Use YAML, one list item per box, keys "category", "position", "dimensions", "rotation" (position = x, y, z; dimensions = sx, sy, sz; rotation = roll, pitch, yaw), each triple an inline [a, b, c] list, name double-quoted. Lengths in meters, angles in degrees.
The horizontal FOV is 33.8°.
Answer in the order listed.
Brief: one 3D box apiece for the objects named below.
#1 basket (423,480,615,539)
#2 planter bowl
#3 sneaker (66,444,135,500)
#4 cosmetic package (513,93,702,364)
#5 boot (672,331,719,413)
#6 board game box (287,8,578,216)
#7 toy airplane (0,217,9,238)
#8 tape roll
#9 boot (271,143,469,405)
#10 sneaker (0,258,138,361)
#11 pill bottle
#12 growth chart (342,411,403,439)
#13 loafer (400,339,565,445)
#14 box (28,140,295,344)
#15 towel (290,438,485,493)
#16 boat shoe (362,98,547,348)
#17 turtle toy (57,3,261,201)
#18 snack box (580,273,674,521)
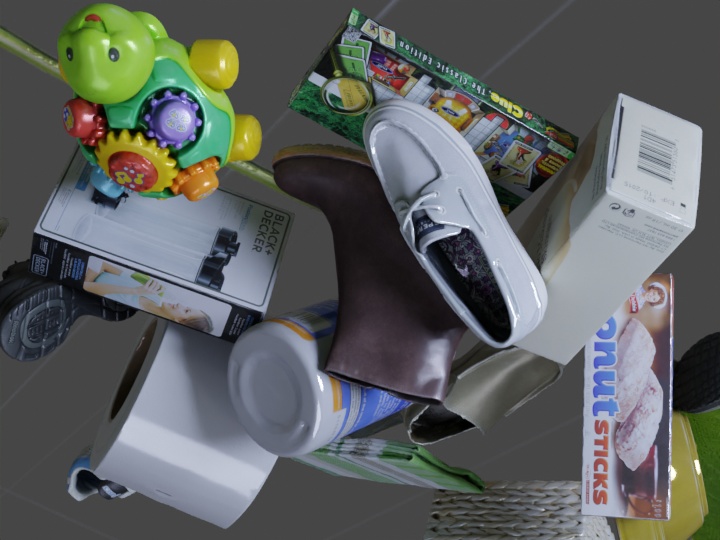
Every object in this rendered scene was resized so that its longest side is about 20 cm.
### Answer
- category: "basket"
  position: [0.181, 0.350, 1.332]
  dimensions: [0.199, 0.162, 0.199]
  rotation: [-6, 139, 24]
- category: "planter bowl"
  position: [0.266, 0.183, 1.077]
  dimensions: [0.083, 0.201, 0.201]
  rotation: [-13, 137, 10]
- category: "sneaker"
  position: [-0.269, 0.239, 1.416]
  dimensions: [0.199, 0.073, 0.072]
  rotation: [-15, 132, 32]
- category: "cosmetic package"
  position: [0.175, -0.026, 0.900]
  dimensions: [0.071, 0.106, 0.200]
  rotation: [21, 141, -7]
- category: "boot"
  position: [0.376, 0.092, 1.020]
  dimensions: [0.130, 0.068, 0.200]
  rotation: [24, 144, -22]
- category: "board game box"
  position: [0.054, -0.112, 0.897]
  dimensions: [0.199, 0.024, 0.105]
  rotation: [26, 144, -15]
- category: "toy airplane"
  position: [-0.394, -0.074, 1.023]
  dimensions: [0.199, 0.141, 0.200]
  rotation: [44, 162, 24]
- category: "tape roll"
  position: [-0.152, 0.120, 1.116]
  dimensions: [0.139, 0.204, 0.203]
  rotation: [26, 142, -14]
- category: "boot"
  position: [0.000, 0.000, 0.922]
  dimensions: [0.199, 0.167, 0.072]
  rotation: [20, 163, 7]
- category: "sneaker"
  position: [-0.266, 0.013, 1.051]
  dimensions: [0.090, 0.200, 0.076]
  rotation: [16, 112, 28]
- category: "pill bottle"
  position: [-0.008, 0.077, 1.012]
  dimensions: [0.112, 0.199, 0.113]
  rotation: [12, 109, 39]
- category: "growth chart"
  position: [-0.012, 0.132, 1.235]
  dimensions: [0.199, 0.018, 0.145]
  rotation: [-24, 128, 40]
- category: "loafer"
  position: [0.117, 0.116, 1.121]
  dimensions: [0.076, 0.069, 0.200]
  rotation: [36, 132, -27]
- category: "box"
  position: [-0.165, -0.025, 1.006]
  dimensions: [0.199, 0.117, 0.060]
  rotation: [21, 140, -6]
- category: "towel"
  position: [0.015, 0.199, 1.254]
  dimensions: [0.199, 0.031, 0.149]
  rotation: [-1, 160, 37]
- category: "boat shoe"
  position: [0.060, -0.032, 0.855]
  dimensions: [0.072, 0.068, 0.201]
  rotation: [-26, 94, 29]
- category: "turtle toy"
  position: [-0.165, -0.123, 0.889]
  dimensions: [0.145, 0.102, 0.201]
  rotation: [3, 142, 15]
- category: "snack box"
  position: [0.222, 0.103, 0.982]
  dimensions: [0.071, 0.201, 0.024]
  rotation: [0, 171, 19]
